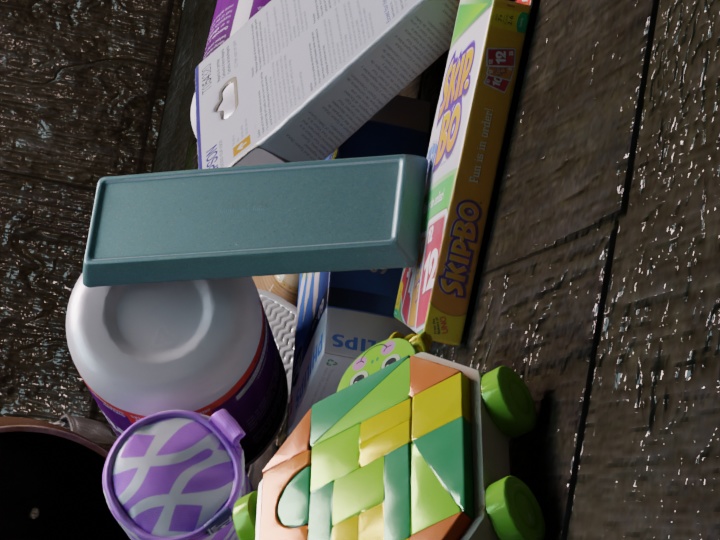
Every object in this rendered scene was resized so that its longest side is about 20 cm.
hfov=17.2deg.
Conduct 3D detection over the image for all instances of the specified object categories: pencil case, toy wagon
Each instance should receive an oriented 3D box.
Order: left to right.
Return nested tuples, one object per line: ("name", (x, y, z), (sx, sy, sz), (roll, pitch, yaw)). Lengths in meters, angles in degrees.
("pencil case", (-0.091, 0.140, 1.374), (0.086, 0.084, 0.200), (-46, -18, -13))
("toy wagon", (0.007, 0.095, 1.087), (0.155, 0.040, 0.200), (-28, 36, 23))

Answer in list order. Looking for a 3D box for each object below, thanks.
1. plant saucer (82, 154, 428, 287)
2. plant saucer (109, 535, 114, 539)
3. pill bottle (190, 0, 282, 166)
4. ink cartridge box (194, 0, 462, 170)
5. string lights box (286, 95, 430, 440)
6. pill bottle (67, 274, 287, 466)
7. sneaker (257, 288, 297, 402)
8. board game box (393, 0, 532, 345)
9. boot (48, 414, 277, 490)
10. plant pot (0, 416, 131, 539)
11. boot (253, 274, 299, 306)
("plant saucer", (-0.062, -0.030, 1.323), (0.019, 0.200, 0.070), (57, -145, -56))
("plant saucer", (-0.171, 0.211, 1.656), (0.200, 0.032, 0.201), (-168, 90, -80))
("pill bottle", (-0.059, -0.144, 1.726), (0.113, 0.112, 0.200), (114, 169, -52))
("ink cartridge box", (-0.015, -0.139, 1.443), (0.200, 0.043, 0.196), (-41, 23, 15))
("string lights box", (0.000, 0.000, 1.426), (0.103, 0.059, 0.200), (113, 165, -51))
("pill bottle", (-0.105, 0.060, 1.438), (0.200, 0.112, 0.113), (76, -160, -67))
("sneaker", (-0.086, 0.067, 1.688), (0.074, 0.200, 0.118), (-63, -34, -20))
("board game box", (0.056, -0.065, 1.287), (0.096, 0.030, 0.200), (-146, 70, -80))
("boot", (-0.159, 0.139, 1.833), (0.200, 0.174, 0.069), (163, 118, -79))
("plant pot", (-0.230, 0.171, 1.543), (0.200, 0.187, 0.187), (-146, 67, -75))
("boot", (-0.072, 0.003, 1.788), (0.200, 0.072, 0.167), (-97, 23, -51))
